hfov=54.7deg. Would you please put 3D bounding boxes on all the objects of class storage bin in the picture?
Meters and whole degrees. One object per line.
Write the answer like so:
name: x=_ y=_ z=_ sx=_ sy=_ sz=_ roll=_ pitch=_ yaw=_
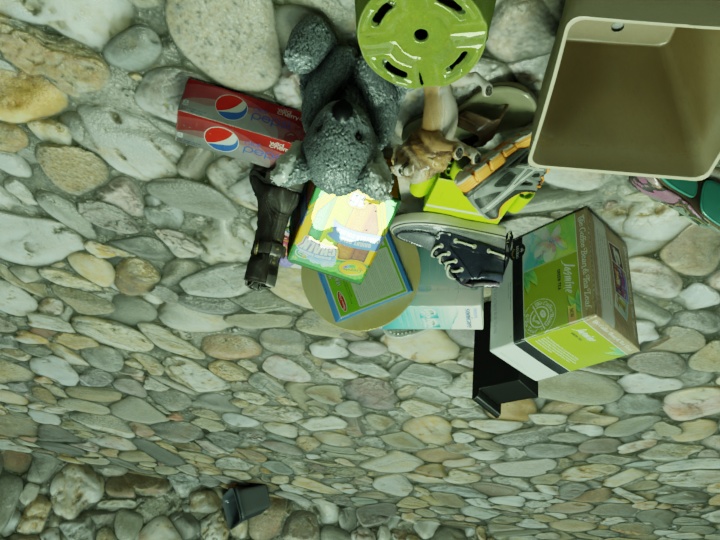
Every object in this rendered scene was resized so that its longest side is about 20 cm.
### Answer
storage bin: x=-0.422 y=0.858 z=2.585 sx=0.133 sy=0.147 sz=0.200 roll=-8 pitch=155 yaw=-29

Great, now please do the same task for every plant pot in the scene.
plant pot: x=0.065 y=-0.289 z=0.692 sx=0.197 sy=0.192 sz=0.201 roll=5 pitch=148 yaw=3
plant pot: x=0.292 y=-0.235 z=0.737 sx=0.196 sy=0.179 sz=0.201 roll=5 pitch=147 yaw=4

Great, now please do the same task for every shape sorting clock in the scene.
shape sorting clock: x=0.000 y=0.000 z=1.137 sx=0.197 sy=0.203 sz=0.039 roll=4 pitch=163 yaw=5

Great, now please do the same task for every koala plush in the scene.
koala plush: x=-0.019 y=-0.174 z=0.872 sx=0.174 sy=0.202 sz=0.185 roll=9 pitch=147 yaw=-2

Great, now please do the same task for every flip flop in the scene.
flip flop: x=0.144 y=-0.193 z=0.940 sx=0.198 sy=0.058 sz=0.081 roll=-12 pitch=142 yaw=28

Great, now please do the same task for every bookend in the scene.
bookend: x=0.314 y=0.146 z=1.285 sx=0.198 sy=0.201 sz=0.092 roll=-21 pitch=136 yaw=35

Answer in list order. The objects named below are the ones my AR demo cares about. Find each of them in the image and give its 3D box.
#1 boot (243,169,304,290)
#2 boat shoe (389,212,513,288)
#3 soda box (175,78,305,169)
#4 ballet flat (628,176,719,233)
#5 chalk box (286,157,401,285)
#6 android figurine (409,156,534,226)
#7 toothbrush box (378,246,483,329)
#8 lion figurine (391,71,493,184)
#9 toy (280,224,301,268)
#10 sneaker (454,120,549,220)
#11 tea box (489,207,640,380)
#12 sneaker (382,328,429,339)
boot: x=-0.146 y=-0.059 z=1.047 sx=0.068 sy=0.177 sz=0.200 roll=14 pitch=180 yaw=-19
boat shoe: x=0.140 y=-0.029 z=1.093 sx=0.197 sy=0.094 sz=0.075 roll=7 pitch=161 yaw=3
soda box: x=-0.157 y=-0.200 z=0.987 sx=0.197 sy=0.064 sz=0.070 roll=15 pitch=147 yaw=-11
ballet flat: x=0.472 y=-0.106 z=1.009 sx=0.198 sy=0.070 sz=0.071 roll=25 pitch=162 yaw=-17
chalk box: x=-0.035 y=-0.071 z=1.041 sx=0.123 sy=0.125 sz=0.202 roll=16 pitch=123 yaw=-14
android figurine: x=0.163 y=-0.115 z=1.043 sx=0.179 sy=0.042 sz=0.200 roll=9 pitch=162 yaw=-2
toothbrush box: x=0.110 y=0.016 z=1.181 sx=0.197 sy=0.148 sz=0.086 roll=-2 pitch=148 yaw=13
lion figurine: x=0.101 y=-0.205 z=0.892 sx=0.072 sy=0.203 sz=0.122 roll=-2 pitch=-159 yaw=-39
toy: x=-0.121 y=-0.045 z=1.226 sx=0.113 sy=0.048 sz=0.201 roll=13 pitch=146 yaw=-5
sneaker: x=0.219 y=-0.142 z=0.917 sx=0.199 sy=0.078 sz=0.078 roll=-34 pitch=102 yaw=-3
tea box: x=0.324 y=0.043 z=1.129 sx=0.133 sy=0.202 sz=0.196 roll=32 pitch=138 yaw=-32
sneaker: x=0.125 y=0.073 z=1.265 sx=0.199 sy=0.076 sz=0.105 roll=-33 pitch=160 yaw=-14
